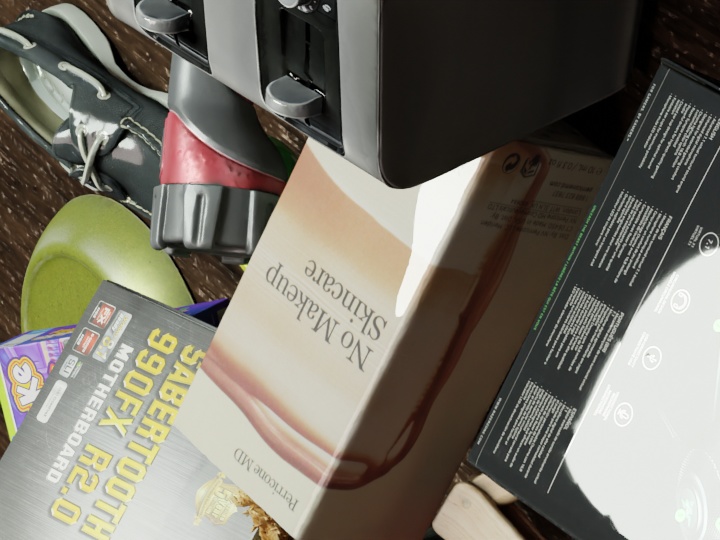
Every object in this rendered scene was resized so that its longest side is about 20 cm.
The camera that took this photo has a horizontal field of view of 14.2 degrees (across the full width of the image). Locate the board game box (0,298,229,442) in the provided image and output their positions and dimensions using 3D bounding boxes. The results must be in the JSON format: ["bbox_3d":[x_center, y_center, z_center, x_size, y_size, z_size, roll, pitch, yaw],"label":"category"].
[{"bbox_3d":[-0.114,0.125,1.577,0.134,0.045,0.201,-10,98,29],"label":"board game box"}]

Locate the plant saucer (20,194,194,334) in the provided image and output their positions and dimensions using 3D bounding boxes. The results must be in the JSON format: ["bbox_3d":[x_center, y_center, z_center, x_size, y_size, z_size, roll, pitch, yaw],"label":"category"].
[{"bbox_3d":[-0.144,0.057,1.659,0.200,0.031,0.201,31,129,48],"label":"plant saucer"}]

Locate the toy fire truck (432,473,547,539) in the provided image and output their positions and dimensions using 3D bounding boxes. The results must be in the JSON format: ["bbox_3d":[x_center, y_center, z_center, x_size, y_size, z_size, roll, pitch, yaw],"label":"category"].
[{"bbox_3d":[0.073,0.136,1.252,0.199,0.049,0.142,-13,93,27],"label":"toy fire truck"}]

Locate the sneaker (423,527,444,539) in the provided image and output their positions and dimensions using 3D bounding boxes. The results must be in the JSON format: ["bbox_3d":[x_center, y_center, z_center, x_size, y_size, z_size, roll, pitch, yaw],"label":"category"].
[{"bbox_3d":[0.073,0.187,1.327,0.200,0.090,0.067,45,140,36],"label":"sneaker"}]

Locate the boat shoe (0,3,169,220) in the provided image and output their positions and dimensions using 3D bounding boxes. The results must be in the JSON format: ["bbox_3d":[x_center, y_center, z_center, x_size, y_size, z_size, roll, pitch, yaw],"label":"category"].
[{"bbox_3d":[-0.141,-0.074,1.560,0.200,0.060,0.076,40,136,41],"label":"boat shoe"}]

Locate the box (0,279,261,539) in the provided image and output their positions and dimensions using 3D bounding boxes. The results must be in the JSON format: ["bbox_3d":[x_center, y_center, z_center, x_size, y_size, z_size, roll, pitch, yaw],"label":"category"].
[{"bbox_3d":[-0.110,0.124,1.452,0.158,0.201,0.048,24,170,32],"label":"box"}]

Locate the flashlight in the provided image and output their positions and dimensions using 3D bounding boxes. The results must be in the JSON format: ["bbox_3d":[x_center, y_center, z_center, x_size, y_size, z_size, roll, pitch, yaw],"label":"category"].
[{"bbox_3d":[-0.057,-0.105,1.364,0.068,0.067,0.201,1,82,49],"label":"flashlight"}]

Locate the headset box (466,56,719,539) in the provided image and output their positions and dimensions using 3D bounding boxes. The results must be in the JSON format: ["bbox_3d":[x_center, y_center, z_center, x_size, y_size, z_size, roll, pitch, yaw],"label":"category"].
[{"bbox_3d":[0.163,0.045,1.052,0.200,0.093,0.175,32,100,46],"label":"headset box"}]

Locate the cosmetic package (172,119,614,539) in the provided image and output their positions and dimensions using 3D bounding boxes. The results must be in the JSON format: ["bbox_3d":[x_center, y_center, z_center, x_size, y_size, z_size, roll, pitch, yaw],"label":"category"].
[{"bbox_3d":[0.012,0.010,1.266,0.103,0.087,0.201,37,109,38],"label":"cosmetic package"}]

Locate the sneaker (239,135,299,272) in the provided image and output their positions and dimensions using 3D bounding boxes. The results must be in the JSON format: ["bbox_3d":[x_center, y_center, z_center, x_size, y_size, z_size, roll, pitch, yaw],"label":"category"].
[{"bbox_3d":[0.000,0.000,1.387,0.084,0.074,0.200,-52,53,23],"label":"sneaker"}]

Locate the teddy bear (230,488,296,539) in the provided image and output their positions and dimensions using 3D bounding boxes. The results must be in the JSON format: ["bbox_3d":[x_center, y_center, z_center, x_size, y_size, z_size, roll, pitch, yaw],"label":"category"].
[{"bbox_3d":[-0.044,0.166,1.307,0.066,0.200,0.146,-9,106,14],"label":"teddy bear"}]

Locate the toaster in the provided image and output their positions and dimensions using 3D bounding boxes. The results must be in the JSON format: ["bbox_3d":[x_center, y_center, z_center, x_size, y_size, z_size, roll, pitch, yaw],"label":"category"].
[{"bbox_3d":[0.011,-0.140,1.188,0.181,0.199,0.119,33,134,35],"label":"toaster"}]
